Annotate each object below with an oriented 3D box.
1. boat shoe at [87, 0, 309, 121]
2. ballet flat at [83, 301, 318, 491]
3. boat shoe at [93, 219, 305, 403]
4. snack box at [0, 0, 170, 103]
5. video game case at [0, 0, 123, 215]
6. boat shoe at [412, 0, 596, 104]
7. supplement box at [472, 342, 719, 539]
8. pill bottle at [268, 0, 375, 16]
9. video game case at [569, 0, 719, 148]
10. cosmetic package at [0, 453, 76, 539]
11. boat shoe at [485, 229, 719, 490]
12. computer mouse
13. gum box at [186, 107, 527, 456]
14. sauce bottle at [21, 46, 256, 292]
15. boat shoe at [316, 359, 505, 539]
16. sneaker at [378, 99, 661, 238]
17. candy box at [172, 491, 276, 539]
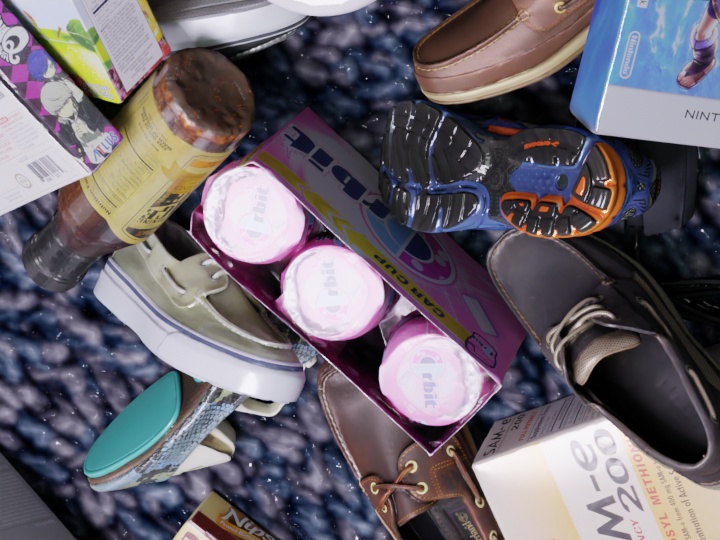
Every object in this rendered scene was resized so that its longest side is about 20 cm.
[{"bbox_3d":[-0.111,-0.127,1.342,0.199,0.072,0.071,-11,120,23],"label":"boat shoe"},{"bbox_3d":[-0.088,0.082,1.403,0.074,0.074,0.200,45,117,-3],"label":"ballet flat"},{"bbox_3d":[-0.095,0.019,1.329,0.200,0.072,0.062,30,103,49],"label":"boat shoe"},{"bbox_3d":[-0.213,-0.178,1.280,0.199,0.053,0.143,15,142,40],"label":"snack box"},{"bbox_3d":[-0.242,-0.113,1.313,0.181,0.036,0.200,48,154,-13],"label":"video game case"},{"bbox_3d":[0.111,-0.162,1.254,0.199,0.072,0.068,-28,125,16],"label":"boat shoe"},{"bbox_3d":[0.183,0.125,1.337,0.199,0.074,0.127,-22,100,21],"label":"supplement box"},{"bbox_3d":[0.001,-0.208,1.206,0.111,0.200,0.113,5,109,14],"label":"pill bottle"},{"bbox_3d":[0.221,-0.161,1.205,0.180,0.045,0.201,5,112,-19],"label":"video game case"},{"bbox_3d":[-0.230,0.206,1.437,0.200,0.090,0.107,44,114,23],"label":"cosmetic package"},{"bbox_3d":[0.143,0.040,1.262,0.200,0.073,0.075,42,103,24],"label":"boat shoe"},{"bbox_3d":[0.183,-0.056,1.291,0.139,0.046,0.202,10,110,13],"label":"computer mouse"},{"bbox_3d":[0.000,0.000,1.322,0.200,0.114,0.066,42,113,-1],"label":"gum box"},{"bbox_3d":[-0.135,-0.053,1.330,0.066,0.066,0.200,46,135,-3],"label":"sauce bottle"},{"bbox_3d":[0.041,0.131,1.369,0.070,0.070,0.200,-33,102,29],"label":"boat shoe"},{"bbox_3d":[0.085,-0.051,1.281,0.199,0.078,0.076,17,101,46],"label":"sneaker"},{"bbox_3d":[-0.109,0.255,1.467,0.115,0.055,0.200,37,112,2],"label":"candy box"}]
